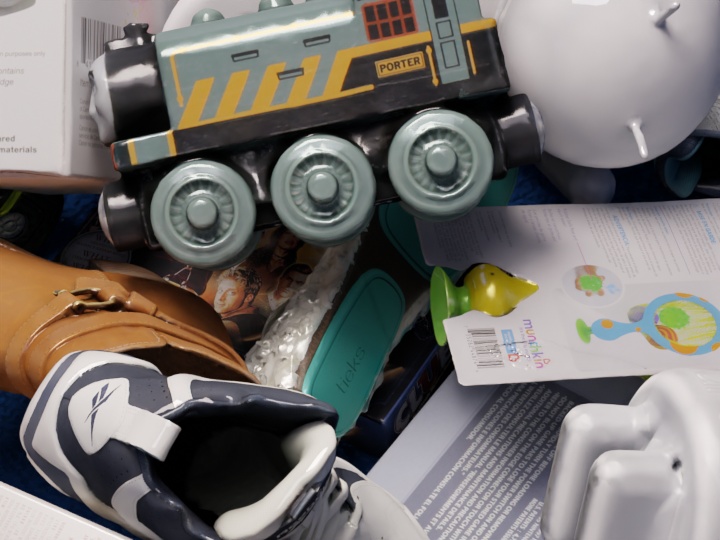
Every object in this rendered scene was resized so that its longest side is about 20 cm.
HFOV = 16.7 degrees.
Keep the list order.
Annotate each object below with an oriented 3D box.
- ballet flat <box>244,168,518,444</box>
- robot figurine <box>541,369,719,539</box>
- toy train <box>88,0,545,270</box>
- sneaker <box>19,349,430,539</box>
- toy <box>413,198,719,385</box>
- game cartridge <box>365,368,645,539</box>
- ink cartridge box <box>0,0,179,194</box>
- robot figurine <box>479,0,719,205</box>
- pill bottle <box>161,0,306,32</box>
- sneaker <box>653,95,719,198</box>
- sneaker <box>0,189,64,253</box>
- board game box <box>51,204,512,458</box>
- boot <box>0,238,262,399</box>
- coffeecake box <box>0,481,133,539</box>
[{"bbox_3d":[0.000,0.000,1.144,0.072,0.072,0.200,21,56,23],"label":"ballet flat"},{"bbox_3d":[0.179,0.101,1.018,0.199,0.113,0.170,4,27,-16],"label":"robot figurine"},{"bbox_3d":[-0.022,-0.068,1.078,0.199,0.085,0.114,-12,88,2],"label":"toy train"},{"bbox_3d":[-0.029,0.097,0.975,0.080,0.199,0.129,-57,25,-12],"label":"sneaker"},{"bbox_3d":[0.127,0.019,1.117,0.199,0.047,0.115,1,43,-14],"label":"toy"},{"bbox_3d":[0.067,0.115,1.102,0.133,0.042,0.200,30,61,23],"label":"game cartridge"},{"bbox_3d":[-0.143,-0.138,1.146,0.085,0.148,0.201,0,88,17],"label":"ink cartridge box"},{"bbox_3d":[0.103,-0.116,1.163,0.112,0.170,0.200,-9,22,-14],"label":"robot figurine"},{"bbox_3d":[-0.023,-0.123,1.217,0.119,0.120,0.200,2,24,10],"label":"pill bottle"},{"bbox_3d":[0.170,-0.087,1.225,0.086,0.078,0.200,-37,55,-17],"label":"sneaker"},{"bbox_3d":[-0.251,-0.031,1.243,0.199,0.076,0.077,-11,43,-7],"label":"sneaker"},{"bbox_3d":[-0.038,-0.001,1.211,0.199,0.035,0.136,22,57,23],"label":"board game box"},{"bbox_3d":[-0.148,0.031,1.069,0.199,0.074,0.155,-2,16,-21],"label":"boot"},{"bbox_3d":[-0.093,0.160,1.005,0.199,0.154,0.073,21,73,23],"label":"coffeecake box"}]
